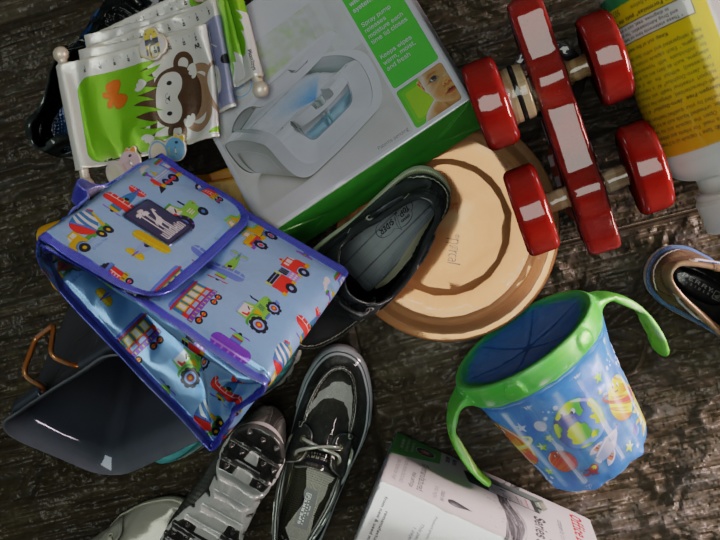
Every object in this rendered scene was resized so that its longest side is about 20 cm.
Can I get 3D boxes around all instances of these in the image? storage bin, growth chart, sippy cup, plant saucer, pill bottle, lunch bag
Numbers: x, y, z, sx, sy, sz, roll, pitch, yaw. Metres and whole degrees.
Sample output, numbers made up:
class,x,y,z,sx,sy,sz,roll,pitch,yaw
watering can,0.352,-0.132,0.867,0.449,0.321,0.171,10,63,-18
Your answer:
class,x,y,z,sx,sy,sz,roll,pitch,yaw
storage bin,-0.200,0.066,0.753,0.145,0.135,0.199,33,133,-32
growth chart,-0.167,-0.156,0.732,0.198,0.018,0.146,-22,83,16
sippy cup,0.170,0.108,0.750,0.177,0.140,0.131,-29,102,35
plant saucer,0.074,-0.038,0.782,0.198,0.032,0.203,0,92,13
pill bottle,0.256,-0.135,0.639,0.112,0.113,0.202,-22,94,10
lunch bag,-0.132,0.003,0.659,0.199,0.151,0.094,39,128,-3

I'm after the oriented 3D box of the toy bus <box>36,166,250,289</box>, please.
class,x,y,z,sx,sy,sz,roll,pitch,yaw
toy bus,-0.183,-0.041,0.807,0.198,0.078,0.066,-17,93,10

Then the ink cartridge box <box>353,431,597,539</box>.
class,x,y,z,sx,sy,sz,roll,pitch,yaw
ink cartridge box,0.100,0.231,0.758,0.198,0.146,0.085,23,97,5

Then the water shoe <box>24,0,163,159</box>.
class,x,y,z,sx,sy,sz,roll,pitch,yaw
water shoe,-0.228,-0.187,0.799,0.071,0.079,0.201,31,99,4

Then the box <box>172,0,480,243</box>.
class,x,y,z,sx,sy,sz,roll,pitch,yaw
box,-0.024,-0.150,0.747,0.199,0.097,0.178,-31,80,14

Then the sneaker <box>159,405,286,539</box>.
class,x,y,z,sx,sy,sz,roll,pitch,yaw
sneaker,-0.121,0.204,0.821,0.066,0.091,0.201,32,110,-3

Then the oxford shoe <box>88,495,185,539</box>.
class,x,y,z,sx,sy,sz,roll,pitch,yaw
oxford shoe,-0.242,0.284,0.861,0.198,0.058,0.076,-28,87,8

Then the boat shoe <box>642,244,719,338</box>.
class,x,y,z,sx,sy,sz,roll,pitch,yaw
boat shoe,0.332,0.043,0.740,0.198,0.072,0.073,22,99,6

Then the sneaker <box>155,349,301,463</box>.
class,x,y,z,sx,sy,sz,roll,pitch,yaw
sneaker,-0.122,0.102,0.812,0.077,0.080,0.200,40,99,3

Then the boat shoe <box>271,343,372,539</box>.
class,x,y,z,sx,sy,sz,roll,pitch,yaw
boat shoe,-0.034,0.169,0.806,0.071,0.071,0.203,12,96,2

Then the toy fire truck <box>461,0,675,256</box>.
class,x,y,z,sx,sy,sz,roll,pitch,yaw
toy fire truck,0.155,-0.110,0.690,0.111,0.168,0.202,-20,98,11

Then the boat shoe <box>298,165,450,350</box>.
class,x,y,z,sx,sy,sz,roll,pitch,yaw
boat shoe,0.002,0.001,0.741,0.199,0.066,0.074,-42,106,16
